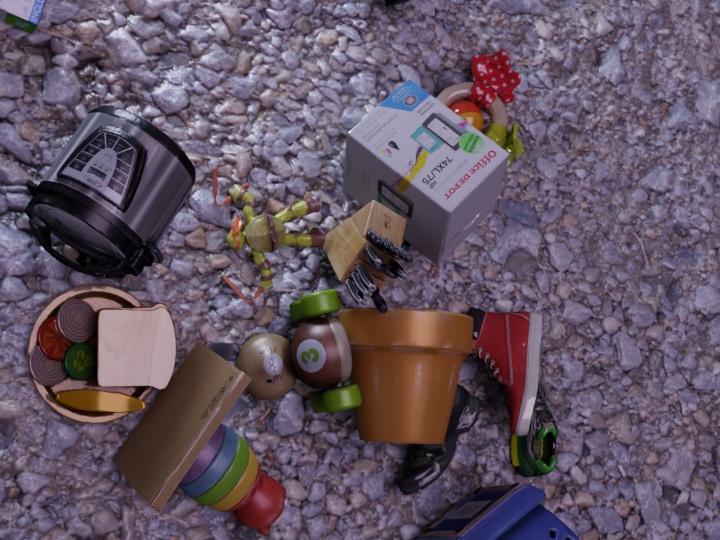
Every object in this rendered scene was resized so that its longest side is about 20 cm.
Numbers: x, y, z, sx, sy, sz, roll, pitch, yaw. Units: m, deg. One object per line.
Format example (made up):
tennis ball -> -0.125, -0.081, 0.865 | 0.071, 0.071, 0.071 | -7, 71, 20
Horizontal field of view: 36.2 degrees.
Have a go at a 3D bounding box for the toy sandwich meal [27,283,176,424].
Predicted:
toy sandwich meal -> -0.340, 0.111, 1.468 | 0.202, 0.070, 0.209 | 4, 82, -27

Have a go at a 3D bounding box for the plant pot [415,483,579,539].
plant pot -> 0.205, 0.433, 1.640 | 0.199, 0.200, 0.181 | -32, 91, -26

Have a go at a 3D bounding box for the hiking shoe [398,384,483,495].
hiking shoe -> 0.101, 0.250, 1.690 | 0.100, 0.076, 0.201 | 41, 60, -5

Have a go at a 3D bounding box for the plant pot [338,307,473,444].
plant pot -> 0.062, 0.156, 1.602 | 0.197, 0.199, 0.187 | 6, 83, -26

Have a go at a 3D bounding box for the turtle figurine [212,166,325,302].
turtle figurine -> -0.134, -0.067, 1.601 | 0.159, 0.064, 0.203 | -16, 91, -28

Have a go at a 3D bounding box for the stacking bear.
stacking bear -> -0.186, 0.281, 1.508 | 0.200, 0.113, 0.122 | 43, 51, -25

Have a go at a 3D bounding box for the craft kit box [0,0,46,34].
craft kit box -> -0.499, -0.450, 1.472 | 0.196, 0.048, 0.203 | 22, 74, -26

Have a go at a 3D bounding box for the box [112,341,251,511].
box -> -0.237, 0.197, 1.438 | 0.021, 0.163, 0.201 | 39, 81, -30

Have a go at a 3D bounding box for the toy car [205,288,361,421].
toy car -> -0.119, 0.132, 1.548 | 0.197, 0.158, 0.167 | -12, 86, -16

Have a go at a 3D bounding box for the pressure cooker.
pressure cooker -> -0.329, -0.089, 1.442 | 0.179, 0.175, 0.202 | 44, 67, -34

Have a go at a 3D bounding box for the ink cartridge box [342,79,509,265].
ink cartridge box -> 0.095, -0.145, 1.640 | 0.199, 0.147, 0.147 | 39, 64, 18

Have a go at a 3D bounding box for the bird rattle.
bird rattle -> 0.192, -0.253, 1.780 | 0.160, 0.113, 0.203 | -9, 85, -11

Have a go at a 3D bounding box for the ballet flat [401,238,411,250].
ballet flat -> 0.053, -0.052, 1.706 | 0.200, 0.074, 0.075 | -45, 104, -26

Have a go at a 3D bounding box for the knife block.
knife block -> 0.000, 0.000, 1.570 | 0.063, 0.199, 0.178 | 29, 57, -21

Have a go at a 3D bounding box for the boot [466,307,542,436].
boot -> 0.208, 0.157, 1.725 | 0.142, 0.073, 0.203 | 5, 65, 3

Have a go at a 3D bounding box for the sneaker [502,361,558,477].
sneaker -> 0.286, 0.231, 1.773 | 0.077, 0.085, 0.203 | -4, 85, -27

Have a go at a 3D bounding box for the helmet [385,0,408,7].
helmet -> 0.074, -0.518, 1.694 | 0.197, 0.190, 0.204 | 4, 81, -27
